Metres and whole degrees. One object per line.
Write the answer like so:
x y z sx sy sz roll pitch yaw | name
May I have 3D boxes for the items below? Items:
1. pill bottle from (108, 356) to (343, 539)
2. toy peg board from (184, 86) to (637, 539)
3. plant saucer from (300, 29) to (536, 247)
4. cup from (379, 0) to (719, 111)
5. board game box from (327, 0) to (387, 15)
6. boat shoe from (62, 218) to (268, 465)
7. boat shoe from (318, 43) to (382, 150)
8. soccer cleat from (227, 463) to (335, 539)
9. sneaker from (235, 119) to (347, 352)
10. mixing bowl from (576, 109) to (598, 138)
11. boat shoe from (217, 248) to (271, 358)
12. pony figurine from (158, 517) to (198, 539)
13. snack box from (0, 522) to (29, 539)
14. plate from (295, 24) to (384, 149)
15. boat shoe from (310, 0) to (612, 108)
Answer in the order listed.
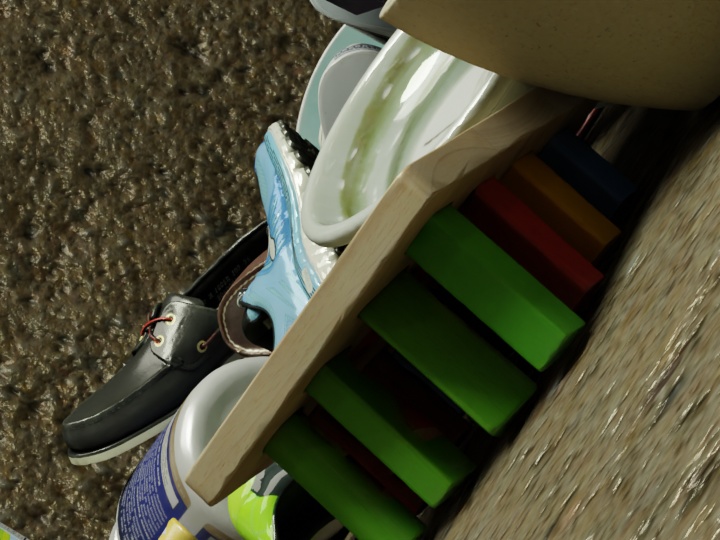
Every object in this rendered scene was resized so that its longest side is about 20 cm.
-0.078 0.138 1.699 0.116 0.115 0.200 -58 4 -32 | pill bottle
0.048 0.029 1.326 0.200 0.098 0.199 -54 -12 31 | toy peg board
0.049 -0.084 1.455 0.200 0.050 0.200 -47 18 20 | plant saucer
0.123 -0.154 1.290 0.201 0.143 0.200 -55 4 5 | cup
0.042 -0.231 1.536 0.200 0.056 0.166 -5 63 68 | board game box
-0.106 0.042 1.748 0.201 0.063 0.074 -39 23 -23 | boat shoe
0.007 -0.033 1.691 0.066 0.071 0.201 -87 -13 -79 | boat shoe
0.012 0.075 1.543 0.200 0.067 0.081 -48 34 0 | soccer cleat
-0.037 -0.005 1.552 0.090 0.078 0.200 -42 31 17 | sneaker
0.079 -0.104 1.821 0.201 0.108 0.200 -56 2 3 | mixing bowl
0.000 0.000 1.621 0.199 0.071 0.070 -25 0 24 | boat shoe
-0.140 0.233 1.572 0.200 0.166 0.193 -49 16 -5 | pony figurine
-0.216 0.262 1.803 0.169 0.199 0.068 -56 4 -7 | snack box
0.043 -0.076 1.729 0.026 0.200 0.201 10 -59 -50 | plate
0.064 -0.138 1.656 0.068 0.198 0.074 28 -104 -83 | boat shoe
